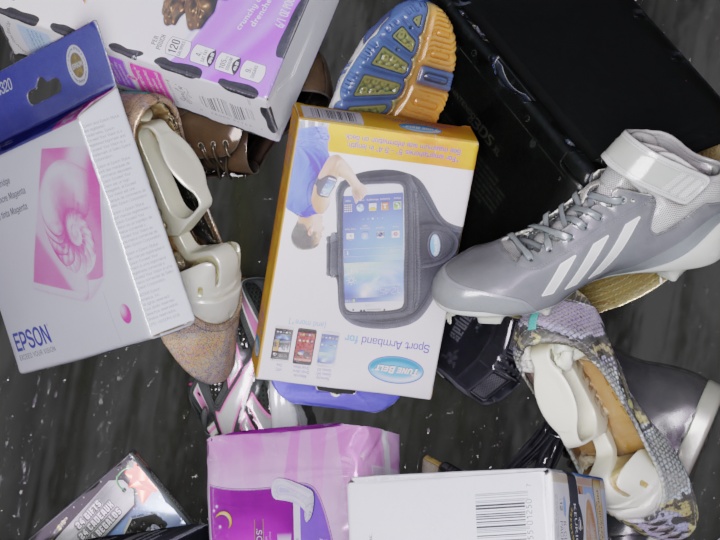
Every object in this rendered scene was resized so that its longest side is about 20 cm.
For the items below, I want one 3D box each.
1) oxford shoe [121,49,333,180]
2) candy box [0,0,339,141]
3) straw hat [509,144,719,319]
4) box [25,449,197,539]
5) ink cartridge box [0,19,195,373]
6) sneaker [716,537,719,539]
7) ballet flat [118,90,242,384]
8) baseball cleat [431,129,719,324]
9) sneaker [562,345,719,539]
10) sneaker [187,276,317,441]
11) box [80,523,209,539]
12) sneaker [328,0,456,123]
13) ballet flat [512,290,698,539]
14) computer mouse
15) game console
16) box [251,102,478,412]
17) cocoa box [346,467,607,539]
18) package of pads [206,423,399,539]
[{"bbox_3d":[-0.110,-0.092,1.607,0.199,0.073,0.085,-30,59,3],"label":"oxford shoe"},{"bbox_3d":[-0.116,-0.199,1.577,0.198,0.072,0.169,18,74,13],"label":"candy box"},{"bbox_3d":[0.154,-0.032,1.609,0.199,0.085,0.203,-10,60,18],"label":"straw hat"},{"bbox_3d":[-0.188,0.238,1.639,0.200,0.040,0.137,-39,91,1],"label":"box"},{"bbox_3d":[-0.198,-0.042,1.565,0.043,0.196,0.202,-20,92,-33],"label":"ink cartridge box"},{"bbox_3d":[0.220,0.273,1.626,0.108,0.070,0.200,40,83,-6],"label":"sneaker"},{"bbox_3d":[-0.115,-0.022,1.554,0.067,0.068,0.201,-15,101,44],"label":"ballet flat"},{"bbox_3d":[0.135,-0.033,1.473,0.198,0.070,0.107,-14,124,-19],"label":"baseball cleat"},{"bbox_3d":[0.163,0.151,1.633,0.106,0.075,0.201,23,91,12],"label":"sneaker"},{"bbox_3d":[-0.075,0.099,1.630,0.086,0.080,0.202,1,83,12],"label":"sneaker"},{"bbox_3d":[-0.190,0.279,1.539,0.198,0.117,0.199,-9,91,18],"label":"box"},{"bbox_3d":[-0.005,-0.093,1.586,0.075,0.088,0.201,18,106,-26],"label":"sneaker"},{"bbox_3d":[0.150,0.106,1.529,0.072,0.072,0.201,-30,109,0],"label":"ballet flat"},{"bbox_3d":[0.067,0.070,1.628,0.199,0.046,0.141,30,101,16],"label":"computer mouse"},{"bbox_3d":[0.118,-0.097,1.597,0.176,0.116,0.200,-55,51,25],"label":"game console"},{"bbox_3d":[0.000,0.000,1.545,0.118,0.042,0.202,7,106,-9],"label":"box"},{"bbox_3d":[0.076,0.224,1.452,0.132,0.131,0.202,-5,81,21],"label":"cocoa box"},{"bbox_3d":[-0.035,0.200,1.521,0.119,0.076,0.202,-6,80,22],"label":"package of pads"}]
